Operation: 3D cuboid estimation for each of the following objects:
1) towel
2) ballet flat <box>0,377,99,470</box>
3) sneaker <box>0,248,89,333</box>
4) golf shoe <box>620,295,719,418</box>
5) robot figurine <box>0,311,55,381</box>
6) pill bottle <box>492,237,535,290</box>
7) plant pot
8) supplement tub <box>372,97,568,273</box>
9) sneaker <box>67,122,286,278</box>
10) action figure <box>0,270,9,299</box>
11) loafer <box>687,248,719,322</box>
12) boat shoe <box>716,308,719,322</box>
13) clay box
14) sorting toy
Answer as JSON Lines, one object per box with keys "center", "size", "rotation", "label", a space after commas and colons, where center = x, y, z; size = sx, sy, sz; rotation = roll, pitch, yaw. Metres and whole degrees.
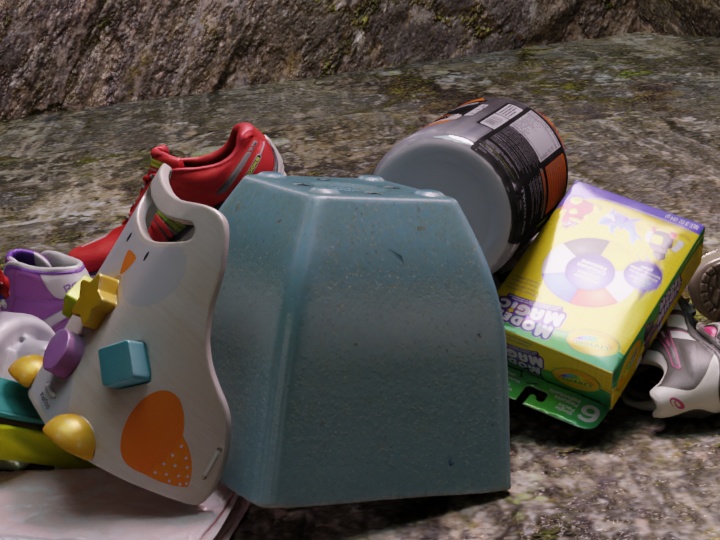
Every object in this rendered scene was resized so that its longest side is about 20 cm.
{"center": [-0.186, 0.170, 1.112], "size": [0.199, 0.032, 0.191], "rotation": [0, 13, 11], "label": "towel"}
{"center": [-0.217, 0.120, 1.232], "size": [0.199, 0.067, 0.067], "rotation": [16, 30, -40], "label": "ballet flat"}
{"center": [-0.278, 0.042, 1.422], "size": [0.200, 0.115, 0.073], "rotation": [-19, 3, 40], "label": "sneaker"}
{"center": [0.233, 0.064, 1.355], "size": [0.088, 0.078, 0.200], "rotation": [-16, 14, -12], "label": "golf shoe"}
{"center": [-0.305, 0.086, 1.320], "size": [0.199, 0.113, 0.170], "rotation": [4, -21, 28], "label": "robot figurine"}
{"center": [0.096, 0.032, 1.438], "size": [0.113, 0.115, 0.200], "rotation": [5, 16, 31], "label": "pill bottle"}
{"center": [-0.016, 0.037, 1.196], "size": [0.195, 0.201, 0.196], "rotation": [1, 9, -30], "label": "plant pot"}
{"center": [0.092, -0.067, 1.358], "size": [0.122, 0.123, 0.200], "rotation": [1, 15, 21], "label": "supplement tub"}
{"center": [-0.160, -0.059, 1.420], "size": [0.199, 0.085, 0.077], "rotation": [-29, 20, -3], "label": "sneaker"}
{"center": [-0.289, 0.022, 1.252], "size": [0.065, 0.052, 0.200], "rotation": [-11, 16, -5], "label": "action figure"}
{"center": [0.369, 0.013, 1.542], "size": [0.199, 0.076, 0.068], "rotation": [0, 9, -26], "label": "loafer"}
{"center": [0.356, 0.058, 1.356], "size": [0.065, 0.073, 0.200], "rotation": [-9, 9, -17], "label": "boat shoe"}
{"center": [0.172, 0.024, 1.318], "size": [0.114, 0.048, 0.200], "rotation": [21, 50, 22], "label": "clay box"}
{"center": [-0.146, 0.026, 1.155], "size": [0.106, 0.181, 0.200], "rotation": [18, 11, -31], "label": "sorting toy"}
